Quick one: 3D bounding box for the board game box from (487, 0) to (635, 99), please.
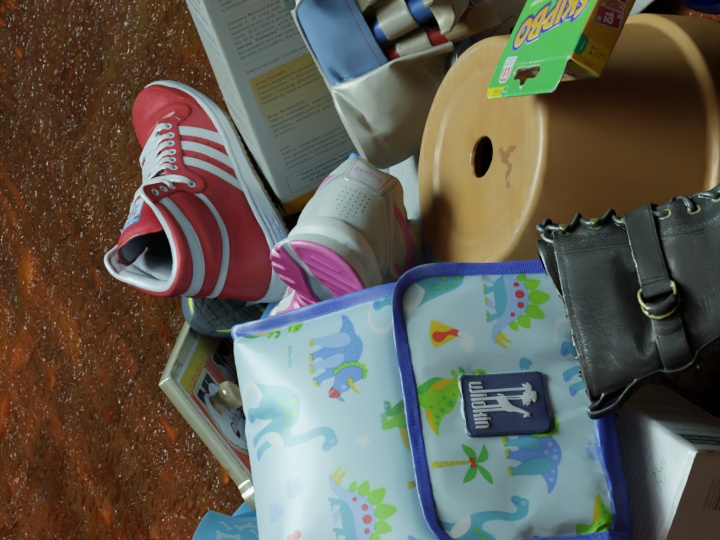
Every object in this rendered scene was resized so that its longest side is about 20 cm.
[{"bbox_3d":[0.133,-0.178,1.460,0.200,0.030,0.096,-62,18,-9],"label":"board game box"}]

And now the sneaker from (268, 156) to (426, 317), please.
[{"bbox_3d":[0.000,0.000,1.609,0.088,0.081,0.200,-59,-8,-20],"label":"sneaker"}]

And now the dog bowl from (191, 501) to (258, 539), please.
[{"bbox_3d":[-0.075,0.205,1.859,0.200,0.050,0.112,-45,-35,-68],"label":"dog bowl"}]

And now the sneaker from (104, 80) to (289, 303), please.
[{"bbox_3d":[-0.131,-0.055,1.815,0.200,0.112,0.071,55,132,35],"label":"sneaker"}]

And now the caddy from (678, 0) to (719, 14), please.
[{"bbox_3d":[0.230,-0.217,1.454,0.200,0.105,0.142,-39,52,51],"label":"caddy"}]

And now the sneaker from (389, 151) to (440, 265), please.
[{"bbox_3d":[0.074,-0.032,1.680,0.200,0.099,0.071,-93,18,-54],"label":"sneaker"}]

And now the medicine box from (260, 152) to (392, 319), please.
[{"bbox_3d":[0.027,0.059,1.760,0.182,0.103,0.200,-60,36,34],"label":"medicine box"}]

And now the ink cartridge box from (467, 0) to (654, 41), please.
[{"bbox_3d":[0.091,-0.205,1.635,0.200,0.174,0.044,-39,17,48],"label":"ink cartridge box"}]

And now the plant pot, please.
[{"bbox_3d":[0.125,-0.057,1.573,0.200,0.140,0.200,-25,62,58],"label":"plant pot"}]

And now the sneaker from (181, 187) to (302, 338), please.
[{"bbox_3d":[-0.080,-0.003,1.920,0.081,0.074,0.200,-49,4,33],"label":"sneaker"}]

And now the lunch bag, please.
[{"bbox_3d":[0.042,0.095,1.489,0.200,0.127,0.170,-14,68,17],"label":"lunch bag"}]

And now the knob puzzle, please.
[{"bbox_3d":[-0.052,0.119,1.845,0.030,0.220,0.220,-36,45,12],"label":"knob puzzle"}]

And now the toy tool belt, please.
[{"bbox_3d":[0.022,-0.166,1.622,0.125,0.123,0.200,-106,-10,-61],"label":"toy tool belt"}]

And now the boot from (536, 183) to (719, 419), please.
[{"bbox_3d":[0.177,-0.031,1.442,0.069,0.174,0.200,51,-150,-67],"label":"boot"}]

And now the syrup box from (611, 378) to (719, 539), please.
[{"bbox_3d":[0.143,0.101,1.540,0.200,0.079,0.082,34,110,52],"label":"syrup box"}]

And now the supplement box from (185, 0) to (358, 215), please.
[{"bbox_3d":[-0.036,-0.153,1.803,0.074,0.126,0.200,55,167,52],"label":"supplement box"}]
